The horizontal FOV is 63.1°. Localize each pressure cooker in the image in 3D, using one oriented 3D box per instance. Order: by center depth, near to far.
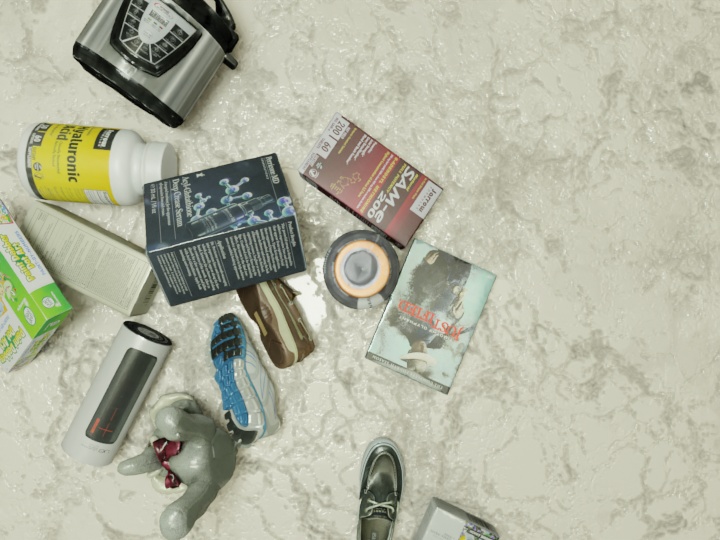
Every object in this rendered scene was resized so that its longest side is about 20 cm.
[{"bbox_3d":[-0.282,-0.331,0.828,0.178,0.176,0.201,33,87,25],"label":"pressure cooker"}]

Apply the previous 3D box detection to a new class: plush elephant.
[{"bbox_3d":[-0.266,0.265,0.841,0.152,0.199,0.168,-10,88,22],"label":"plush elephant"}]

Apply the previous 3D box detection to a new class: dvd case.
[{"bbox_3d":[0.109,0.071,0.911,0.144,0.022,0.203,24,89,-1],"label":"dvd case"}]

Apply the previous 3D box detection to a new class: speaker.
[{"bbox_3d":[-0.361,0.182,0.871,0.080,0.081,0.202,27,88,-1],"label":"speaker"}]

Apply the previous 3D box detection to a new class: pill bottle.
[{"bbox_3d":[0.000,0.000,0.820,0.104,0.200,0.108,0,89,-1],"label":"pill bottle"},{"bbox_3d":[-0.379,-0.153,0.861,0.196,0.111,0.113,4,89,-2],"label":"pill bottle"}]

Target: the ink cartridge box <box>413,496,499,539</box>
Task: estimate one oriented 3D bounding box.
[{"bbox_3d":[0.119,0.465,0.888,0.108,0.050,0.202,24,88,-1],"label":"ink cartridge box"}]

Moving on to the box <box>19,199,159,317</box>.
[{"bbox_3d":[-0.400,-0.017,0.873,0.198,0.078,0.096,28,89,0],"label":"box"}]

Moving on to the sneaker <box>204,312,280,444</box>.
[{"bbox_3d":[-0.172,0.161,0.884,0.074,0.086,0.203,-28,67,22],"label":"sneaker"}]

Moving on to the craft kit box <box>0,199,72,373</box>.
[{"bbox_3d":[-0.512,0.022,0.833,0.199,0.048,0.199,-36,91,38],"label":"craft kit box"}]

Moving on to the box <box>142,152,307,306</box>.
[{"bbox_3d":[-0.190,-0.060,0.820,0.197,0.108,0.149,-15,46,-9],"label":"box"}]

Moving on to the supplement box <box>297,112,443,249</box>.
[{"bbox_3d":[0.015,-0.134,0.894,0.199,0.061,0.110,35,88,-1],"label":"supplement box"}]

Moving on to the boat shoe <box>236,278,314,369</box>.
[{"bbox_3d":[-0.132,0.046,0.892,0.074,0.075,0.205,-16,78,-40],"label":"boat shoe"}]

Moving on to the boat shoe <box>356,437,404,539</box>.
[{"bbox_3d":[0.031,0.358,0.878,0.071,0.071,0.204,4,88,-1],"label":"boat shoe"}]
